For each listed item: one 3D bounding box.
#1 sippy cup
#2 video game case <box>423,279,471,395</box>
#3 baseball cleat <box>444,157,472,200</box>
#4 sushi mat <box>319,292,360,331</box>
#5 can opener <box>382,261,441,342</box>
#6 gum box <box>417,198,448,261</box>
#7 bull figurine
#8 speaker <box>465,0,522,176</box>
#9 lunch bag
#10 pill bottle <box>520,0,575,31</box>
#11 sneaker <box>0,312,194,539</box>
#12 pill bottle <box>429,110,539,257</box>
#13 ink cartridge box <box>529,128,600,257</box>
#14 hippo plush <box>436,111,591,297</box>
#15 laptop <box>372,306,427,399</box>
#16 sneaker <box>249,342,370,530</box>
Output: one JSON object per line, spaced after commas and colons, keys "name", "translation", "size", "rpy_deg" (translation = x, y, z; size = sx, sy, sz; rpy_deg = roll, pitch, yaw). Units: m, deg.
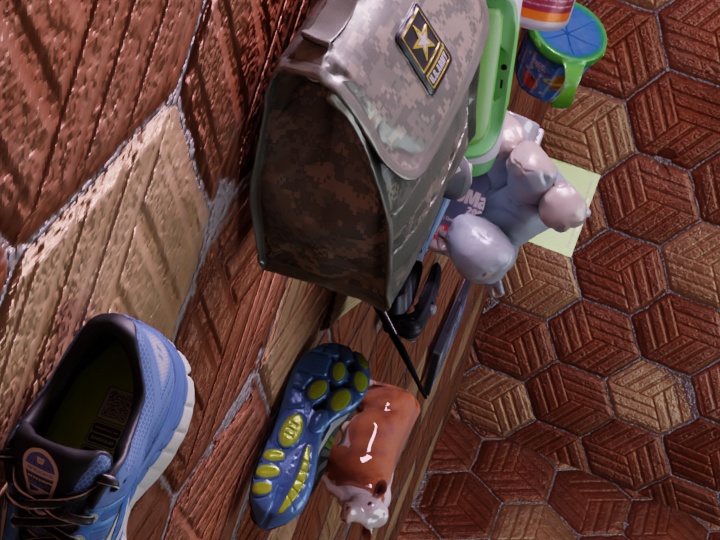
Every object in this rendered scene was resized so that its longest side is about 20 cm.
{"name": "sippy cup", "translation": [0.320, -0.355, 2.112], "size": [0.178, 0.139, 0.131], "rpy_deg": [-52, 174, -35]}
{"name": "video game case", "translation": [0.174, 0.134, 2.578], "size": [0.144, 0.019, 0.201], "rpy_deg": [100, 13, -50]}
{"name": "baseball cleat", "translation": [0.032, -0.092, 1.072], "size": [0.107, 0.069, 0.200], "rpy_deg": [-59, 146, -12]}
{"name": "sushi mat", "translation": [0.000, 0.000, 1.303], "size": [0.200, 0.012, 0.097], "rpy_deg": [-34, 142, -75]}
{"name": "can opener", "translation": [0.075, 0.032, 1.662], "size": [0.200, 0.063, 0.080], "rpy_deg": [-49, 158, -65]}
{"name": "gum box", "translation": [0.099, -0.136, 1.381], "size": [0.170, 0.044, 0.202], "rpy_deg": [-63, 175, -57]}
{"name": "bull figurine", "translation": [-0.006, 0.189, 1.336], "size": [0.201, 0.120, 0.066], "rpy_deg": [-59, 166, -49]}
{"name": "speaker", "translation": [0.099, -0.192, 1.175], "size": [0.089, 0.087, 0.203], "rpy_deg": [-55, 155, -57]}
{"name": "lunch bag", "translation": [0.007, -0.106, 0.797], "size": [0.201, 0.116, 0.165], "rpy_deg": [88, 23, -53]}
{"name": "pill bottle", "translation": [0.208, -0.377, 1.413], "size": [0.110, 0.108, 0.202], "rpy_deg": [-54, 162, -60]}
{"name": "sneaker", "translation": [-0.137, 0.109, 0.566], "size": [0.089, 0.077, 0.203], "rpy_deg": [72, 31, -65]}
{"name": "pill bottle", "translation": [0.159, -0.110, 1.682], "size": [0.120, 0.118, 0.203], "rpy_deg": [3, 107, -81]}
{"name": "ink cartridge box", "translation": [0.238, -0.128, 1.852], "size": [0.076, 0.198, 0.149], "rpy_deg": [87, 25, -68]}
{"name": "hippo plush", "translation": [0.151, -0.071, 1.432], "size": [0.160, 0.160, 0.200], "rpy_deg": [-41, 176, 9]}
{"name": "laptop", "translation": [0.046, -0.013, 1.189], "size": [0.202, 0.102, 0.178], "rpy_deg": [-64, 162, -15]}
{"name": "sneaker", "translation": [-0.053, 0.149, 1.177], "size": [0.201, 0.070, 0.083], "rpy_deg": [-63, -177, -33]}
